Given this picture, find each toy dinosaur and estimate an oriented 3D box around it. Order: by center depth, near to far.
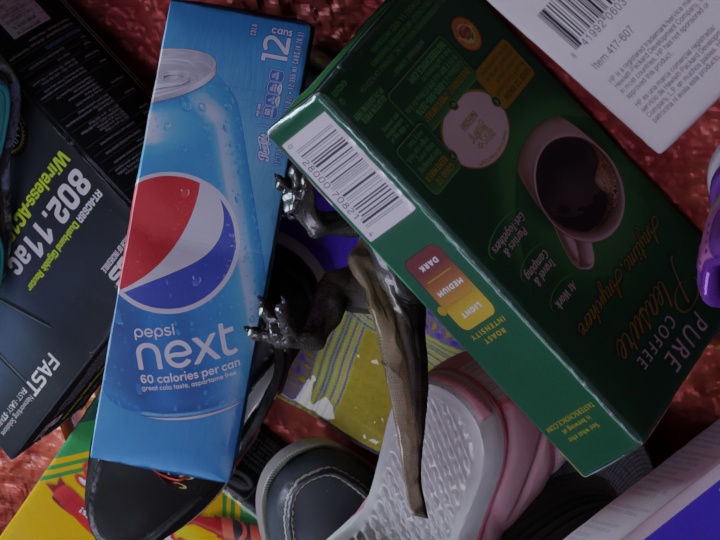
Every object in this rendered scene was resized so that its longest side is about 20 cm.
[{"bbox_3d":[0.000,0.000,1.263,0.088,0.200,0.047,11,164,-34],"label":"toy dinosaur"}]

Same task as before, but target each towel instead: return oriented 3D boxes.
[{"bbox_3d":[-0.008,-0.003,1.386,0.144,0.023,0.200,32,136,9],"label":"towel"}]

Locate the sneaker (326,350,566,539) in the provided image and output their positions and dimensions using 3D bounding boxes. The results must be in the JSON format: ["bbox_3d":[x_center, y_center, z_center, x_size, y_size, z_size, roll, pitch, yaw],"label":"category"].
[{"bbox_3d":[0.043,0.108,1.375,0.075,0.105,0.200,37,131,18],"label":"sneaker"}]

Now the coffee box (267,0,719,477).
[{"bbox_3d":[0.064,-0.023,1.253,0.200,0.123,0.044,46,134,-8],"label":"coffee box"}]

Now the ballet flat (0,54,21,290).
[{"bbox_3d":[-0.195,-0.034,1.367,0.072,0.072,0.201,27,131,13],"label":"ballet flat"}]

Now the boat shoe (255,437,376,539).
[{"bbox_3d":[0.013,0.165,1.459,0.062,0.073,0.200,41,161,57],"label":"boat shoe"}]

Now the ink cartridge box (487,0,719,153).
[{"bbox_3d":[0.095,-0.167,1.144,0.200,0.084,0.146,42,135,-2],"label":"ink cartridge box"}]

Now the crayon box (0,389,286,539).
[{"bbox_3d":[-0.110,0.139,1.546,0.127,0.051,0.200,38,136,1],"label":"crayon box"}]

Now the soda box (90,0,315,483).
[{"bbox_3d":[-0.068,-0.014,1.296,0.064,0.068,0.200,10,94,0],"label":"soda box"}]

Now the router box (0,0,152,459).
[{"bbox_3d":[-0.161,-0.023,1.426,0.150,0.062,0.200,46,136,6],"label":"router box"}]

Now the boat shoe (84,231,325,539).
[{"bbox_3d":[-0.085,0.067,1.410,0.074,0.063,0.201,36,127,2],"label":"boat shoe"}]

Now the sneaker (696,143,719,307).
[{"bbox_3d":[0.218,0.021,1.211,0.200,0.088,0.081,30,134,8],"label":"sneaker"}]

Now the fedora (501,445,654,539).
[{"bbox_3d":[0.108,0.173,1.378,0.090,0.177,0.200,24,124,-28],"label":"fedora"}]

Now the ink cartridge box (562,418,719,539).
[{"bbox_3d":[0.186,0.155,1.285,0.043,0.200,0.198,20,139,59],"label":"ink cartridge box"}]
